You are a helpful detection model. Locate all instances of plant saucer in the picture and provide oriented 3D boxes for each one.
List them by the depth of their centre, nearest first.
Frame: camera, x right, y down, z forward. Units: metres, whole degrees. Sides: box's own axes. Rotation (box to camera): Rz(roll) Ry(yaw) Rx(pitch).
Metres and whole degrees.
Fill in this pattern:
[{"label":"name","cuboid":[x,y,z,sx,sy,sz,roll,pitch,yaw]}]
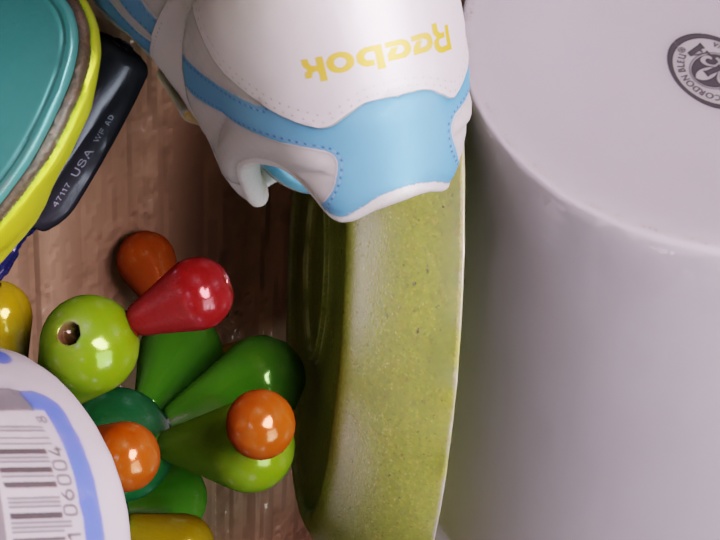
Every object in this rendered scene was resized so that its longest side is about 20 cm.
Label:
[{"label":"plant saucer","cuboid":[0.000,0.000,0.810,0.031,0.200,0.201,3,123,-8]}]

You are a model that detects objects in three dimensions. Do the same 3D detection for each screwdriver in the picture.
[{"label":"screwdriver","cuboid":[-0.123,0.016,0.808,0.201,0.028,0.029,-57,170,10]}]

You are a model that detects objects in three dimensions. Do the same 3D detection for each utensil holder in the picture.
[{"label":"utensil holder","cuboid":[0.100,0.005,0.816,0.169,0.170,0.201,-31,146,-25]}]

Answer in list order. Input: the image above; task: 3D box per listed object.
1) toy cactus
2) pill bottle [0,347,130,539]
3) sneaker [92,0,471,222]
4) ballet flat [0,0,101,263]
[{"label":"toy cactus","cuboid":[-0.095,0.053,0.793,0.164,0.103,0.200,-27,173,-7]},{"label":"pill bottle","cuboid":[-0.160,0.071,0.638,0.199,0.114,0.114,5,115,-50]},{"label":"sneaker","cuboid":[-0.027,-0.061,0.716,0.076,0.200,0.081,-14,102,-12]},{"label":"ballet flat","cuboid":[-0.139,0.001,0.758,0.200,0.067,0.067,-51,163,2]}]
